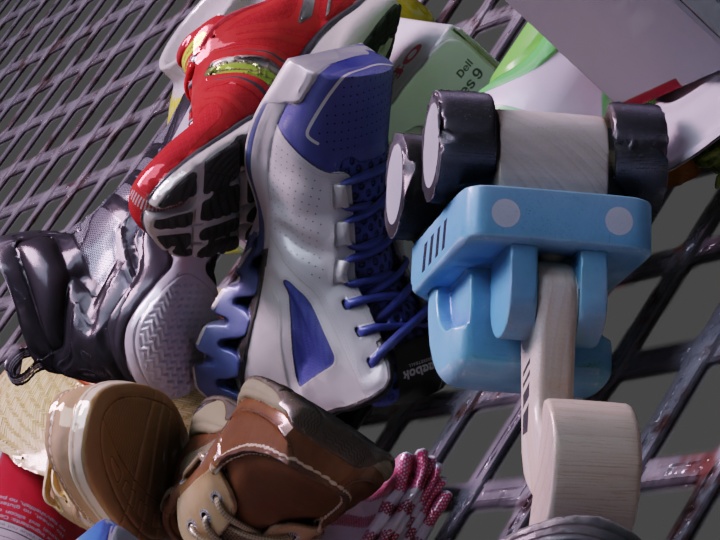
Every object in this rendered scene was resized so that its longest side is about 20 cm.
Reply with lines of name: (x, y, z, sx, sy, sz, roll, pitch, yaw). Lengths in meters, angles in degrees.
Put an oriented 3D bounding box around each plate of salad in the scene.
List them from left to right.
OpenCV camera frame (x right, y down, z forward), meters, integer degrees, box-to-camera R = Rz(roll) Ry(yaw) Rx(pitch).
plate of salad: (0.192, -0.107, 1.276, 0.200, 0.048, 0.200, -47, 7, 7)

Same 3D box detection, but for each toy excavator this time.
toy excavator: (0.075, 0.025, 1.212, 0.194, 0.099, 0.202, 132, 140, -72)

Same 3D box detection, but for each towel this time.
towel: (-0.047, 0.165, 1.319, 0.201, 0.030, 0.146, -56, 17, -19)

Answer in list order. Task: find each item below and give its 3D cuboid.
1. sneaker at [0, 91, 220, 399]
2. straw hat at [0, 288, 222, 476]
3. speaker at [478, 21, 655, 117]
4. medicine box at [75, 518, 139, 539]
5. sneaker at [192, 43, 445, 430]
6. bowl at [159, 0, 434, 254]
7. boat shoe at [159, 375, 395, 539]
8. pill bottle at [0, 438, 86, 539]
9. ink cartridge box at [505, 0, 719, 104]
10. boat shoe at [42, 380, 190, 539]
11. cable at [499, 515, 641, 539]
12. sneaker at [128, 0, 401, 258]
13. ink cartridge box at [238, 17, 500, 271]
sneaker: (-0.119, -0.024, 1.487, 0.113, 0.076, 0.201, -2, 52, 21)
straw hat: (-0.118, 0.022, 1.560, 0.200, 0.086, 0.201, -11, 27, 6)
speaker: (0.125, -0.115, 1.397, 0.201, 0.088, 0.088, -56, 18, -23)
medicine box: (-0.095, 0.220, 1.057, 0.200, 0.182, 0.103, -39, 20, 30)
sneaker: (0.000, 0.001, 1.389, 0.080, 0.115, 0.200, -21, -46, -49)
bowl: (-0.059, -0.120, 1.829, 0.200, 0.108, 0.200, -43, 18, 18)
boat shoe: (-0.041, 0.097, 1.293, 0.074, 0.075, 0.200, -60, 8, -13)
pill bottle: (-0.196, 0.174, 1.529, 0.112, 0.112, 0.200, -41, 19, 24)
ink cartridge box: (0.167, -0.177, 1.270, 0.200, 0.083, 0.146, -50, 7, -14)
boat shoe: (-0.115, 0.097, 1.392, 0.200, 0.069, 0.074, 51, -132, -66)
cable: (0.019, 0.126, 1.131, 0.200, 0.097, 0.050, -35, 12, 29)
sneaker: (-0.060, -0.080, 1.440, 0.200, 0.085, 0.077, -47, -23, -41)
ink cartridge box: (0.004, -0.055, 1.564, 0.146, 0.087, 0.200, -52, 16, -5)
